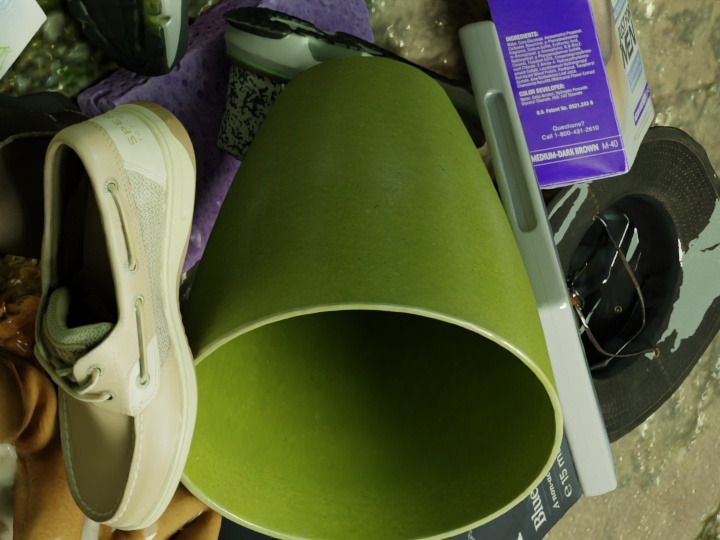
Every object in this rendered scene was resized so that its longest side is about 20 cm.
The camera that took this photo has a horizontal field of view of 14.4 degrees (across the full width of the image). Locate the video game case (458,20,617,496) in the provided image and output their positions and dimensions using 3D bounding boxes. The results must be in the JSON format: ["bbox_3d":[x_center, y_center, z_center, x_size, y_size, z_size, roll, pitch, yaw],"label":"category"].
[{"bbox_3d":[0.095,-0.004,1.499,0.200,0.023,0.182,70,7,-57],"label":"video game case"}]

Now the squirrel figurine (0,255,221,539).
[{"bbox_3d":[-0.163,0.062,1.374,0.187,0.141,0.200,44,51,-34],"label":"squirrel figurine"}]

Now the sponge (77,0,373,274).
[{"bbox_3d":[-0.063,-0.085,1.513,0.200,0.030,0.112,-38,127,-40],"label":"sponge"}]

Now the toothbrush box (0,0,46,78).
[{"bbox_3d":[-0.252,-0.093,1.244,0.200,0.086,0.146,-57,136,-27],"label":"toothbrush box"}]

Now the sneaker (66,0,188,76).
[{"bbox_3d":[-0.104,-0.196,1.404,0.085,0.074,0.200,-29,120,-43],"label":"sneaker"}]

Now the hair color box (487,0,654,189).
[{"bbox_3d":[0.113,-0.160,1.631,0.109,0.065,0.200,-57,134,-65],"label":"hair color box"}]

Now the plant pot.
[{"bbox_3d":[0.000,0.000,1.375,0.187,0.187,0.200,51,28,-43],"label":"plant pot"}]

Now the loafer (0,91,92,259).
[{"bbox_3d":[-0.149,-0.039,1.281,0.073,0.071,0.200,-64,171,18],"label":"loafer"}]

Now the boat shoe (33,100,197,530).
[{"bbox_3d":[-0.116,0.026,1.253,0.065,0.072,0.200,-20,124,-47],"label":"boat shoe"}]

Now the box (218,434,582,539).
[{"bbox_3d":[0.005,0.097,1.569,0.200,0.117,0.197,-43,129,-34],"label":"box"}]

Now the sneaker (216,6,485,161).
[{"bbox_3d":[-0.011,-0.079,1.513,0.200,0.077,0.089,14,102,-47],"label":"sneaker"}]

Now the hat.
[{"bbox_3d":[0.140,0.004,1.739,0.200,0.081,0.201,-12,108,-39],"label":"hat"}]
